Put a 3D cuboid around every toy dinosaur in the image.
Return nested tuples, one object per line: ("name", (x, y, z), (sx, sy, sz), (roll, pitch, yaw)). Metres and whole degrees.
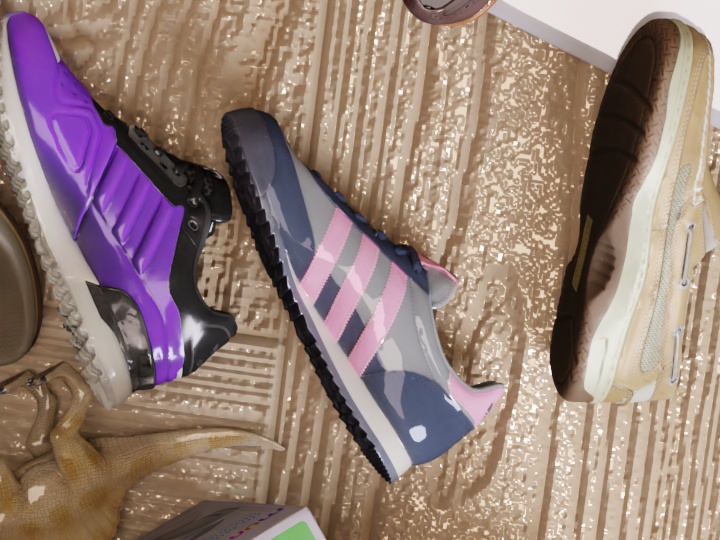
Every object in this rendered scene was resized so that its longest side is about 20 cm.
("toy dinosaur", (-0.148, 0.099, 1.426), (0.199, 0.058, 0.101), (-28, 99, -13))

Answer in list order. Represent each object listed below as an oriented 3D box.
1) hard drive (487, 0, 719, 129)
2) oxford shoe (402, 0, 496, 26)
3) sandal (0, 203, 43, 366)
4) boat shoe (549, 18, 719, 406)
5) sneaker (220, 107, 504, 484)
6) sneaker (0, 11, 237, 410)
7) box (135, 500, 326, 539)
("hard drive", (0.122, -0.170, 1.372), (0.199, 0.027, 0.132), (27, 100, 1))
("oxford shoe", (0.076, -0.205, 1.320), (0.071, 0.073, 0.201), (23, 100, 2))
("sandal", (-0.213, -0.027, 1.376), (0.080, 0.054, 0.201), (3, 131, 17))
("boat shoe", (0.149, -0.027, 1.370), (0.076, 0.072, 0.201), (6, 118, -12))
("sneaker", (0.000, 0.000, 1.396), (0.082, 0.070, 0.201), (-27, 99, -9))
("sneaker", (-0.118, -0.040, 1.396), (0.099, 0.070, 0.201), (-20, 88, -12))
("box", (-0.110, 0.200, 1.338), (0.199, 0.176, 0.097), (-30, 96, -17))
